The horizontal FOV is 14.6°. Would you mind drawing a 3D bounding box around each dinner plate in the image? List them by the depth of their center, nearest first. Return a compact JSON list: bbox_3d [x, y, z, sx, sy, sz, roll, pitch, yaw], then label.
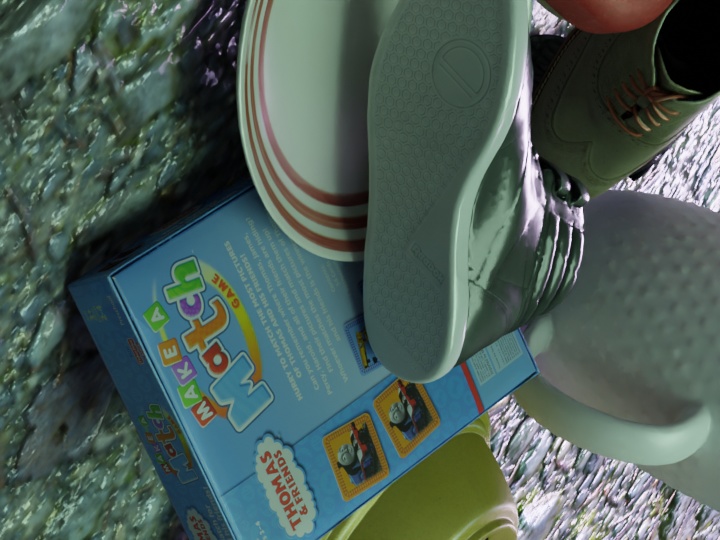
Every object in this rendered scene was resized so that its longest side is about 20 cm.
[{"bbox_3d":[0.008,-0.103,1.220,0.200,0.024,0.201,-23,121,-44],"label":"dinner plate"}]

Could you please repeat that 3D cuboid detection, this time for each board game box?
[{"bbox_3d":[-0.020,0.027,1.246,0.200,0.037,0.152,-34,105,-40],"label":"board game box"}]

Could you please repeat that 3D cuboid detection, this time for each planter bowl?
[{"bbox_3d":[0.021,0.143,1.419,0.200,0.083,0.201,-43,155,-26],"label":"planter bowl"}]

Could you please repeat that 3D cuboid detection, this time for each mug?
[{"bbox_3d":[0.160,0.045,1.526,0.200,0.175,0.148,-35,148,-51],"label":"mug"}]

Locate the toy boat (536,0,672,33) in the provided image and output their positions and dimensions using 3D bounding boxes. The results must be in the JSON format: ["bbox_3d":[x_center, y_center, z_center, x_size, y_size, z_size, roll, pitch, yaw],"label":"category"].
[{"bbox_3d":[0.111,-0.184,1.184,0.200,0.130,0.131,37,73,-44],"label":"toy boat"}]

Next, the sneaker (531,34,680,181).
[{"bbox_3d":[0.121,-0.070,1.459,0.200,0.072,0.083,-7,128,-59],"label":"sneaker"}]

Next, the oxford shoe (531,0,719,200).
[{"bbox_3d":[0.132,-0.092,1.305,0.200,0.070,0.075,-50,-174,33],"label":"oxford shoe"}]

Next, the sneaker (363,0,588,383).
[{"bbox_3d":[0.057,-0.056,1.230,0.099,0.071,0.201,-20,124,-49],"label":"sneaker"}]
